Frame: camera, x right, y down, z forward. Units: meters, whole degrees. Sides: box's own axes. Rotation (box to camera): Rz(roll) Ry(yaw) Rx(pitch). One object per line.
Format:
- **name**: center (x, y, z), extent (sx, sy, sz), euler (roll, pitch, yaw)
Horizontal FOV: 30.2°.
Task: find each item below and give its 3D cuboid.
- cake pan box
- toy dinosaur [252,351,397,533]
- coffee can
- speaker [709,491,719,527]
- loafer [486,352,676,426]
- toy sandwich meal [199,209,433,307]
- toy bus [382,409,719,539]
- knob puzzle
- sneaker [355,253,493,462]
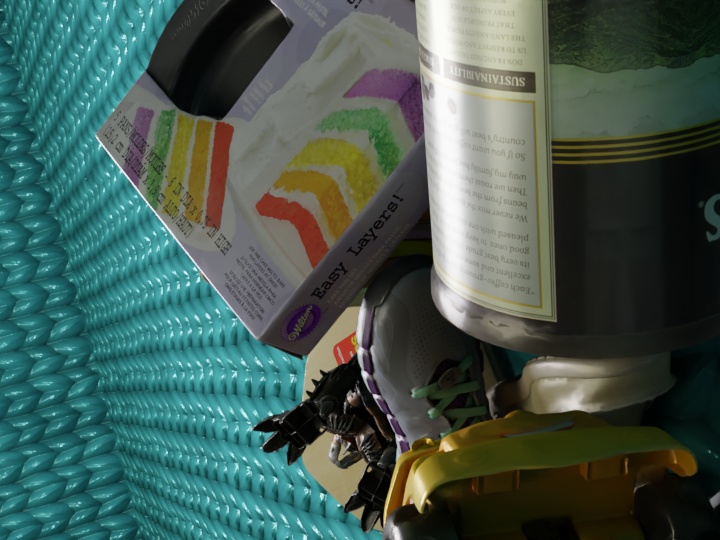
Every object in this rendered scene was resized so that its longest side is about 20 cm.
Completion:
- **cake pan box**: center (-0.037, -0.085, 0.726), extent (0.200, 0.184, 0.052), euler (50, -166, 34)
- **toy dinosaur**: center (0.011, 0.077, 0.850), extent (0.102, 0.136, 0.200), euler (24, 139, 20)
- **coffee can**: center (0.095, -0.085, 0.553), extent (0.146, 0.146, 0.201), euler (-140, 39, -58)
- **speaker**: center (0.189, 0.106, 0.536), extent (0.200, 0.081, 0.081), euler (111, 140, -60)
- **loafer**: center (0.122, 0.076, 0.716), extent (0.200, 0.075, 0.068), euler (118, 133, -75)
- **toy sandwich meal**: center (0.000, 0.000, 0.822), extent (0.205, 0.205, 0.070), euler (131, 129, -67)
- **toy bus**: center (0.065, 0.137, 0.613), extent (0.192, 0.135, 0.201), euler (-117, 25, -66)
- **knob puzzle**: center (0.029, 0.098, 0.955), extent (0.219, 0.030, 0.220), euler (3, 94, 44)
- **sneaker**: center (0.058, 0.083, 0.732), extent (0.087, 0.074, 0.200), euler (35, 149, 46)
